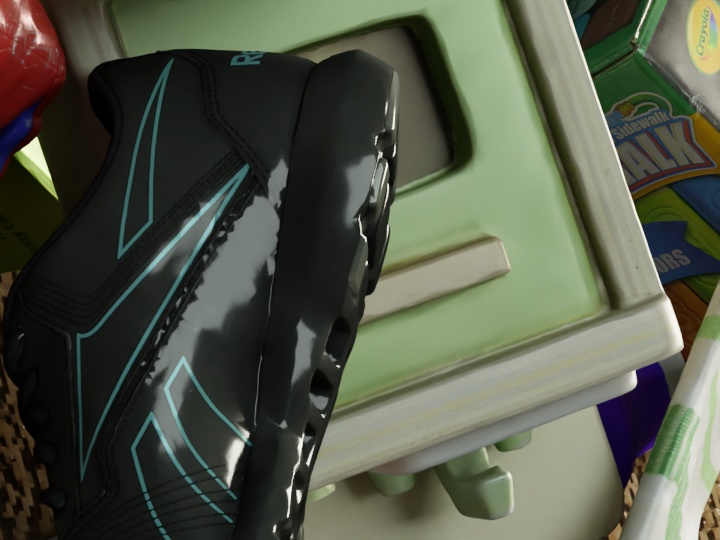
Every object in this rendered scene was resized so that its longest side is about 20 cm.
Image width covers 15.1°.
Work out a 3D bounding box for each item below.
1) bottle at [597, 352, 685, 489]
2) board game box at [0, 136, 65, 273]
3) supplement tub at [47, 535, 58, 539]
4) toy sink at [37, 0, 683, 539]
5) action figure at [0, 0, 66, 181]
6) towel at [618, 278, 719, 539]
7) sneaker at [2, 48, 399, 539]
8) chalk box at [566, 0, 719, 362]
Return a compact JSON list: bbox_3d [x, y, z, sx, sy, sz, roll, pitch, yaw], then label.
[{"bbox_3d":[0.031,0.065,0.863,0.200,0.065,0.084,-25,90,-45],"label":"bottle"},{"bbox_3d":[-0.132,-0.094,0.755,0.200,0.047,0.102,47,41,-47],"label":"board game box"},{"bbox_3d":[-0.065,0.173,0.673,0.140,0.140,0.201,-21,85,-45],"label":"supplement tub"},{"bbox_3d":[0.000,0.000,0.722,0.130,0.112,0.201,-18,93,-13],"label":"toy sink"},{"bbox_3d":[-0.123,-0.006,0.640,0.200,0.052,0.065,-61,146,-2],"label":"action figure"},{"bbox_3d":[0.092,0.090,0.827,0.023,0.153,0.201,20,72,12],"label":"towel"},{"bbox_3d":[-0.045,0.039,0.620,0.079,0.075,0.201,12,68,3],"label":"sneaker"},{"bbox_3d":[0.108,-0.059,0.952,0.200,0.124,0.125,42,49,-17],"label":"chalk box"}]
